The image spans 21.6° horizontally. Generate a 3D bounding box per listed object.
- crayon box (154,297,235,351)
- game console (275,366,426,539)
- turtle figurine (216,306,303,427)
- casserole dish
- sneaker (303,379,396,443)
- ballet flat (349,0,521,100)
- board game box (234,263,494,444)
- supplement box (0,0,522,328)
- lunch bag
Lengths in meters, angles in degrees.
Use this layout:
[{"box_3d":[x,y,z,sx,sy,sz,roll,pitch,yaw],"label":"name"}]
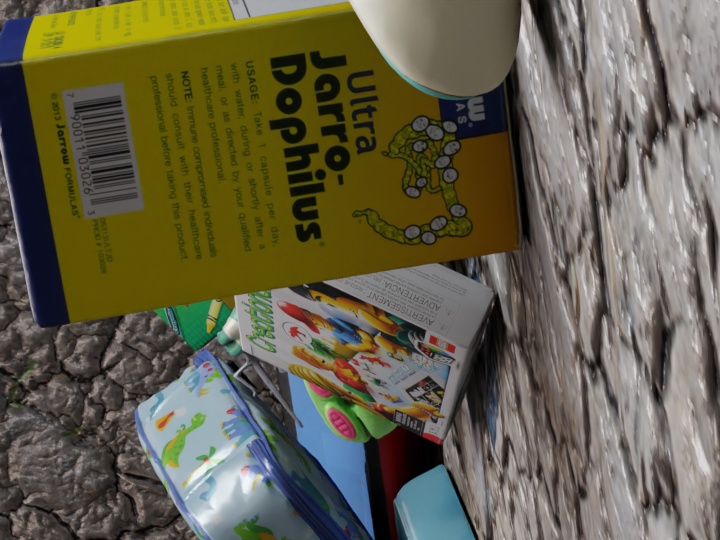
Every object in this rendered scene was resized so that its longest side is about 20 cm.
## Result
[{"box_3d":[-0.092,-0.055,1.301,0.058,0.119,0.200,-37,11,46],"label":"crayon box"},{"box_3d":[-0.013,0.153,1.319,0.172,0.118,0.201,-63,-33,-66],"label":"game console"},{"box_3d":[-0.027,-0.010,1.227,0.149,0.100,0.201,-20,-90,-51],"label":"turtle figurine"},{"box_3d":[0.052,0.201,1.162,0.200,0.039,0.122,-113,14,-70],"label":"casserole dish"},{"box_3d":[0.000,0.000,1.109,0.084,0.076,0.201,-3,-93,-77],"label":"sneaker"},{"box_3d":[0.021,-0.152,0.674,0.070,0.069,0.201,86,173,-54],"label":"ballet flat"},{"box_3d":[-0.002,0.027,0.960,0.035,0.126,0.200,-63,-7,-17],"label":"board game box"},{"box_3d":[-0.044,-0.057,0.779,0.109,0.199,0.110,-111,13,-73],"label":"supplement box"},{"box_3d":[-0.062,0.151,1.229,0.161,0.082,0.200,52,177,-28],"label":"lunch bag"}]
